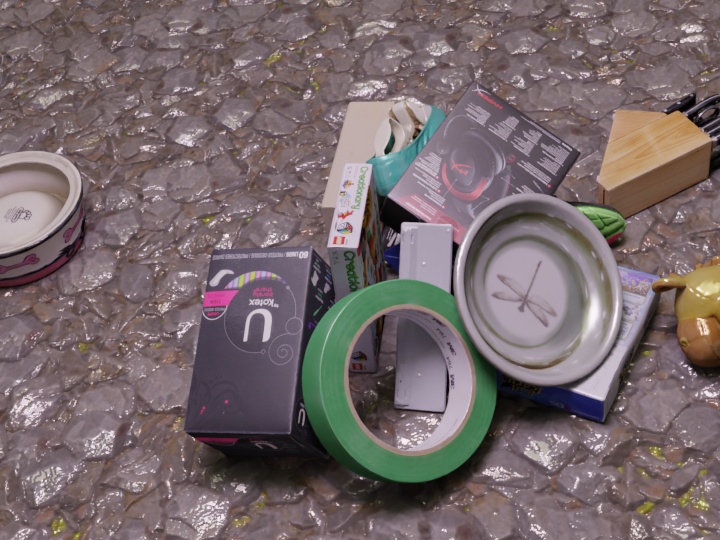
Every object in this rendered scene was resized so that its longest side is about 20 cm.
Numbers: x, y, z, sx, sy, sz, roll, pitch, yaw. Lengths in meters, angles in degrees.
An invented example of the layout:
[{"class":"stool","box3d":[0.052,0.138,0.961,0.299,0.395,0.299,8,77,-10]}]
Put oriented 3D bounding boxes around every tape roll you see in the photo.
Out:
[{"class":"tape roll","box3d":[0.041,0.111,1.150,0.200,0.201,0.048,-41,10,-26]}]

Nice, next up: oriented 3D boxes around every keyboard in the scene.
[{"class":"keyboard","box3d":[0.067,0.050,1.221,0.056,0.201,0.011,3,5,8]}]

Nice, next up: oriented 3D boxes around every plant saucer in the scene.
[{"class":"plant saucer","box3d":[0.177,0.022,1.187,0.199,0.050,0.201,5,77,-23]}]

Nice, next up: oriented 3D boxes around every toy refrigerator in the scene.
[{"class":"toy refrigerator","box3d":[0.007,-0.122,1.452,0.070,0.076,0.201,1,46,12]}]

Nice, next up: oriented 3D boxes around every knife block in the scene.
[{"class":"knife block","box3d":[0.388,-0.136,1.396,0.175,0.064,0.200,7,48,19]}]

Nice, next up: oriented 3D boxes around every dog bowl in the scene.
[{"class":"dog bowl","box3d":[-0.447,-0.063,1.489,0.199,0.074,0.201,-6,45,6]}]

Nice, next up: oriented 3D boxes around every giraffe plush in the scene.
[{"class":"giraffe plush","box3d":[0.389,0.045,1.176,0.162,0.173,0.200,3,54,44]}]

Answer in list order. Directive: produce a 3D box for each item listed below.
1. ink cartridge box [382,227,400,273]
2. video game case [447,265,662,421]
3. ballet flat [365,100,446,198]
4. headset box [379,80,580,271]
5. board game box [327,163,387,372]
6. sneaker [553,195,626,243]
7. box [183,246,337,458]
[{"class":"ink cartridge box","box3d":[0.091,-0.094,1.397,0.094,0.044,0.200,-28,30,41]},{"class":"video game case","box3d":[0.205,0.058,1.260,0.199,0.046,0.182,17,54,25]},{"class":"ballet flat","box3d":[0.057,-0.167,1.407,0.067,0.071,0.200,-12,31,29]},{"class":"headset box","box3d":[0.126,-0.086,1.272,0.148,0.075,0.200,34,70,5]},{"class":"board game box","box3d":[0.000,0.000,1.249,0.034,0.200,0.127,1,47,9]},{"class":"sneaker","box3d":[0.216,-0.073,1.363,0.199,0.077,0.084,7,52,16]},{"class":"box","box3d":[-0.097,0.086,1.200,0.122,0.106,0.201,-3,68,19]}]
